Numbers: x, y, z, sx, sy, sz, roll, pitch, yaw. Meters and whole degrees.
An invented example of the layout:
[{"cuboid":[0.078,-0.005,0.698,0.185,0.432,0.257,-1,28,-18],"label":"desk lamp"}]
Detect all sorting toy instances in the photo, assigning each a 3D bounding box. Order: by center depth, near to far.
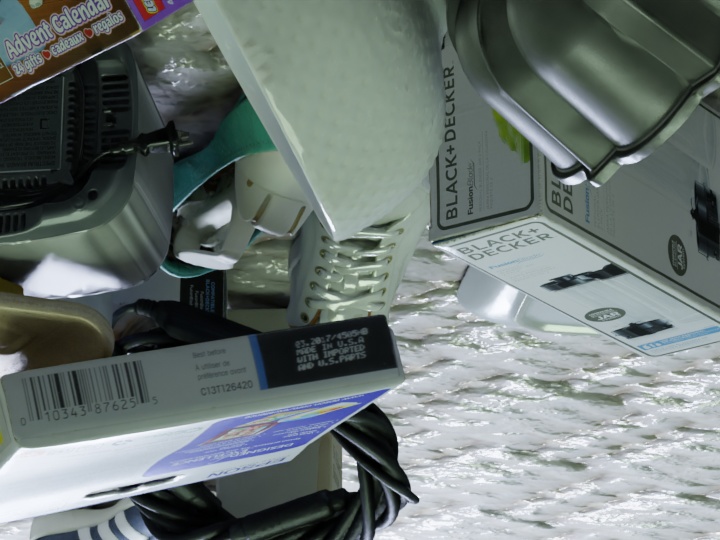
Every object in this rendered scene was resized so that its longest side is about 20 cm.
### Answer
[{"cuboid":[-0.239,0.027,1.351,0.199,0.037,0.185,13,159,-23],"label":"sorting toy"}]

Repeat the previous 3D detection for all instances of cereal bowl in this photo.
[{"cuboid":[-0.022,-0.116,1.080,0.083,0.200,0.200,-29,157,-1],"label":"cereal bowl"}]

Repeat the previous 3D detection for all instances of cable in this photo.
[{"cuboid":[-0.063,0.106,1.561,0.199,0.051,0.164,20,126,11],"label":"cable"}]

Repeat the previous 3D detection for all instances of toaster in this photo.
[{"cuboid":[-0.168,-0.050,1.340,0.199,0.114,0.129,-4,162,8],"label":"toaster"}]

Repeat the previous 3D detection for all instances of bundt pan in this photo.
[{"cuboid":[0.100,-0.134,1.021,0.076,0.202,0.202,31,150,-15],"label":"bundt pan"}]

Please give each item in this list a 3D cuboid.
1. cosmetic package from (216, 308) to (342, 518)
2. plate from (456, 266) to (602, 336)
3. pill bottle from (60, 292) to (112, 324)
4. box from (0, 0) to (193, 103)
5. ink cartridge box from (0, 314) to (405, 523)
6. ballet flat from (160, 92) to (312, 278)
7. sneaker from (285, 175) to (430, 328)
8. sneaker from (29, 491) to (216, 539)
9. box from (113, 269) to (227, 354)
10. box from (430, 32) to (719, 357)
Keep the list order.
[{"cuboid":[-0.048,0.131,1.678,0.073,0.201,0.104,0,165,3],"label":"cosmetic package"},{"cuboid":[0.167,-0.001,1.576,0.199,0.032,0.200,4,158,-7],"label":"plate"},{"cuboid":[-0.243,0.011,1.493,0.199,0.114,0.114,-4,159,12],"label":"pill bottle"},{"cuboid":[-0.171,-0.130,1.107,0.200,0.137,0.039,-21,-168,43],"label":"box"},{"cuboid":[-0.101,0.077,1.399,0.197,0.047,0.200,-10,170,-21],"label":"ink cartridge box"},{"cuboid":[-0.051,-0.042,1.413,0.067,0.071,0.200,11,156,-26],"label":"ballet flat"},{"cuboid":[0.000,0.000,1.507,0.073,0.085,0.200,4,158,-6],"label":"sneaker"},{"cuboid":[-0.166,0.215,2.070,0.200,0.085,0.075,-18,152,39],"label":"sneaker"},{"cuboid":[-0.183,0.038,1.639,0.199,0.060,0.117,4,159,-8],"label":"box"},{"cuboid":[0.111,-0.042,1.329,0.060,0.117,0.200,-14,154,33],"label":"box"}]
